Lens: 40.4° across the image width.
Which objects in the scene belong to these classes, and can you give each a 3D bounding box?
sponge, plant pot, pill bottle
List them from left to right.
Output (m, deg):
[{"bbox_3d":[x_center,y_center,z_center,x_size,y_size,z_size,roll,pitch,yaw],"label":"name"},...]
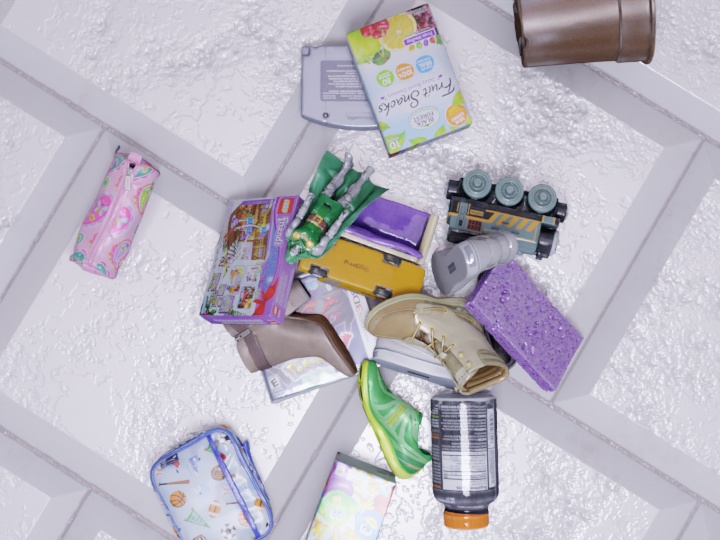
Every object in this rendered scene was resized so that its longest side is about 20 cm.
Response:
[{"bbox_3d":[0.162,0.295,1.517,0.105,0.106,0.203,-1,88,0],"label":"pill bottle"},{"bbox_3d":[0.257,0.081,1.519,0.200,0.030,0.112,46,60,-13],"label":"sponge"},{"bbox_3d":[0.338,-0.407,1.513,0.195,0.200,0.203,-7,87,7],"label":"plant pot"}]

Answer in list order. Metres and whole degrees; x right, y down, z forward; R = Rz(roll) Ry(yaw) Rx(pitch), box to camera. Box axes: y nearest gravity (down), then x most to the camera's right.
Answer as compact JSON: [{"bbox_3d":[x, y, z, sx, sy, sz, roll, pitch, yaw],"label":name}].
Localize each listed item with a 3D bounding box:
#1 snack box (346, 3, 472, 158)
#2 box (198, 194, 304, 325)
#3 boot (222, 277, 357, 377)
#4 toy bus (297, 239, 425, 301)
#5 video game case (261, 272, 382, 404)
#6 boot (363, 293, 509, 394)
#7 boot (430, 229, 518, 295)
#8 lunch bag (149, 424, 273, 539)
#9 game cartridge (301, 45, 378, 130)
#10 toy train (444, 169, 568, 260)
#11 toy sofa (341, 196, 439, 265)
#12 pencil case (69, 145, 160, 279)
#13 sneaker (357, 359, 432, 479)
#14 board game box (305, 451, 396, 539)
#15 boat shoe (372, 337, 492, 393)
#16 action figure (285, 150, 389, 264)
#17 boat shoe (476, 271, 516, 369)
[{"bbox_3d":[0.075,-0.297,1.536,0.141,0.053,0.202,-20,88,1],"label":"snack box"},{"bbox_3d":[-0.162,-0.016,1.506,0.135,0.039,0.202,-1,66,31],"label":"box"},{"bbox_3d":[-0.115,0.115,1.529,0.145,0.070,0.201,-34,87,4],"label":"boot"},{"bbox_3d":[0.000,0.000,1.524,0.198,0.078,0.066,18,80,-10],"label":"toy bus"},{"bbox_3d":[-0.077,0.096,1.568,0.198,0.023,0.184,-19,87,0],"label":"video game case"},{"bbox_3d":[0.115,0.113,1.470,0.198,0.156,0.073,2,132,-29],"label":"boot"},{"bbox_3d":[0.175,-0.013,1.492,0.094,0.200,0.074,-16,88,-13],"label":"boot"},{"bbox_3d":[-0.229,0.346,1.534,0.159,0.076,0.202,-27,89,-3],"label":"lunch bag"},{"bbox_3d":[0.002,-0.294,1.580,0.197,0.041,0.135,1,84,1],"label":"game cartridge"},{"bbox_3d":[0.224,-0.084,1.538,0.197,0.085,0.115,13,80,3],"label":"toy train"},{"bbox_3d":[0.019,-0.078,1.539,0.198,0.098,0.084,19,88,2],"label":"toy sofa"},{"bbox_3d":[-0.388,-0.090,1.549,0.087,0.087,0.202,24,89,1],"label":"pencil case"},{"bbox_3d":[0.053,0.226,1.540,0.083,0.074,0.202,-24,98,-3],"label":"sneaker"},{"bbox_3d":[-0.025,0.399,1.514,0.102,0.105,0.202,20,87,2],"label":"board game box"},{"bbox_3d":[0.119,0.140,1.540,0.198,0.074,0.066,19,72,-9],"label":"boat shoe"},{"bbox_3d":[-0.053,-0.086,1.469,0.117,0.055,0.201,29,66,11],"label":"action figure"},{"bbox_3d":[0.224,0.057,1.548,0.072,0.063,0.203,-3,86,2],"label":"boat shoe"}]
